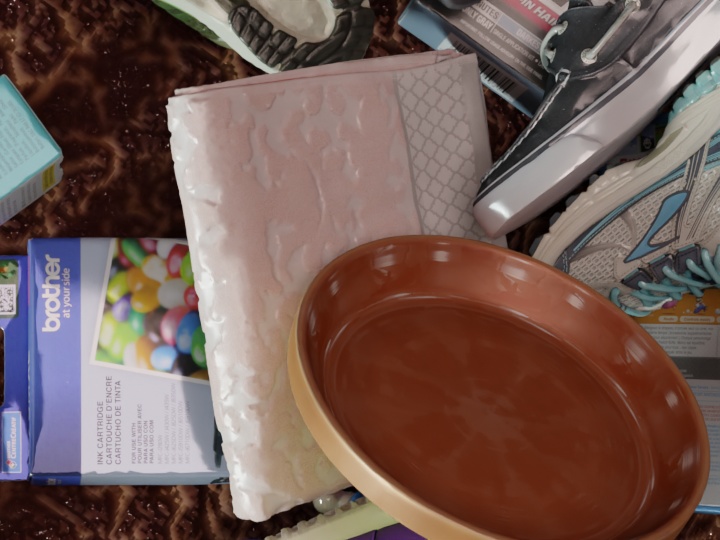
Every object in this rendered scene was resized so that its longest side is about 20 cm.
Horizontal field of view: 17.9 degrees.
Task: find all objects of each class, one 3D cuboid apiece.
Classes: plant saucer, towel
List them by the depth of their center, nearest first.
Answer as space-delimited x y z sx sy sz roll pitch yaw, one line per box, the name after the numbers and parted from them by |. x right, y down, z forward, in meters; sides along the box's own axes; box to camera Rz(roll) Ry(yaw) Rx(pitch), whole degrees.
0.061 0.062 1.028 0.199 0.201 0.032 19 126 -6 | plant saucer
0.000 0.000 1.095 0.190 0.032 0.201 -14 97 -39 | towel

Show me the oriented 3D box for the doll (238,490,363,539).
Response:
-0.018 0.173 1.124 0.199 0.048 0.137 -6 76 -15 | doll

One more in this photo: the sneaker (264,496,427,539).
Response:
0.006 0.160 1.069 0.199 0.070 0.100 -22 80 -19 | sneaker

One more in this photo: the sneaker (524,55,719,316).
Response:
0.156 -0.019 1.102 0.200 0.077 0.086 -49 61 19 | sneaker

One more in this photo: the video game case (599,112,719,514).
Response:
0.179 0.020 1.137 0.142 0.018 0.202 0 82 37 | video game case

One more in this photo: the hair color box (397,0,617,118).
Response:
0.117 -0.185 1.173 0.099 0.061 0.201 34 80 -4 | hair color box

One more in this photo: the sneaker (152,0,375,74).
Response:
-0.091 -0.155 1.123 0.200 0.089 0.077 37 81 -15 | sneaker

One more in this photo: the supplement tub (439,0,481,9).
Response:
-0.004 -0.214 1.106 0.107 0.107 0.200 -42 70 -10 | supplement tub

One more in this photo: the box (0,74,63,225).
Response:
-0.236 -0.011 1.094 0.200 0.082 0.049 -37 89 -10 | box

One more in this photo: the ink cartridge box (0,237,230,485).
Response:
-0.097 0.045 1.126 0.198 0.042 0.120 0 79 -7 | ink cartridge box

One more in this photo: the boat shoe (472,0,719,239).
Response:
0.119 -0.100 1.100 0.200 0.072 0.068 -44 83 -2 | boat shoe
